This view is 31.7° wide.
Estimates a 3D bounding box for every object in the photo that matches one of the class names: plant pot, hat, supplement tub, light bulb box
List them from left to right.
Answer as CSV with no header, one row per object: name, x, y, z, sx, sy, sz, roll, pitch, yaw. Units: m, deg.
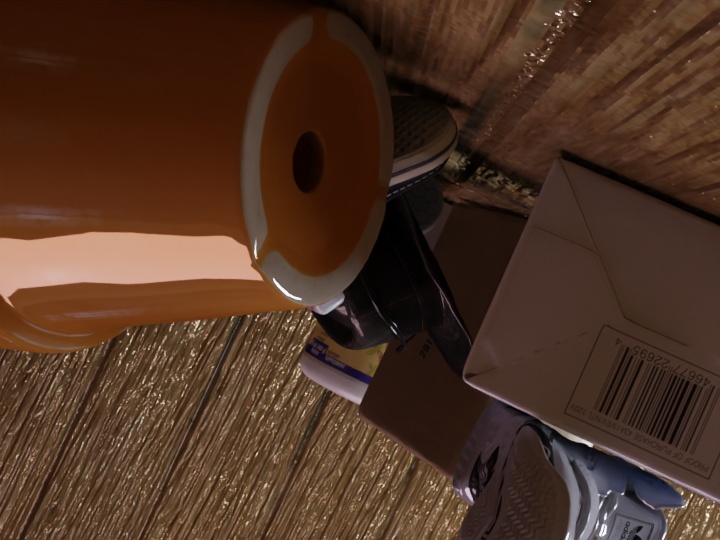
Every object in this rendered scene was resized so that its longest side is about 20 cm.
plant pot,-0.093,-0.056,0.566,0.183,0.200,0.200,6,170,29
hat,0.000,0.000,0.833,0.201,0.081,0.201,62,176,8
supplement tub,0.042,0.039,1.267,0.145,0.200,0.145,24,179,0
light bulb box,0.170,0.046,0.693,0.198,0.125,0.200,25,178,10

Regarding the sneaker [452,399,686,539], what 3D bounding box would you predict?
sneaker,0.114,0.126,0.663,0.115,0.075,0.200,26,-176,-2

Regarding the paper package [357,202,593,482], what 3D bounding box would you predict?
paper package,0.110,0.065,0.976,0.103,0.200,0.191,26,179,-26

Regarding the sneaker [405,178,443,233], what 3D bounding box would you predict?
sneaker,-0.045,-0.075,1.001,0.202,0.077,0.146,24,177,-8

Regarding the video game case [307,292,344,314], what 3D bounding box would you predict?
video game case,-0.098,-0.077,0.790,0.182,0.024,0.200,23,143,56

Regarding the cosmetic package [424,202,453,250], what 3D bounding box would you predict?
cosmetic package,0.043,-0.028,1.130,0.200,0.085,0.108,26,177,2

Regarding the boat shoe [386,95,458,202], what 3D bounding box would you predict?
boat shoe,-0.029,-0.034,0.677,0.200,0.075,0.062,-24,125,28
